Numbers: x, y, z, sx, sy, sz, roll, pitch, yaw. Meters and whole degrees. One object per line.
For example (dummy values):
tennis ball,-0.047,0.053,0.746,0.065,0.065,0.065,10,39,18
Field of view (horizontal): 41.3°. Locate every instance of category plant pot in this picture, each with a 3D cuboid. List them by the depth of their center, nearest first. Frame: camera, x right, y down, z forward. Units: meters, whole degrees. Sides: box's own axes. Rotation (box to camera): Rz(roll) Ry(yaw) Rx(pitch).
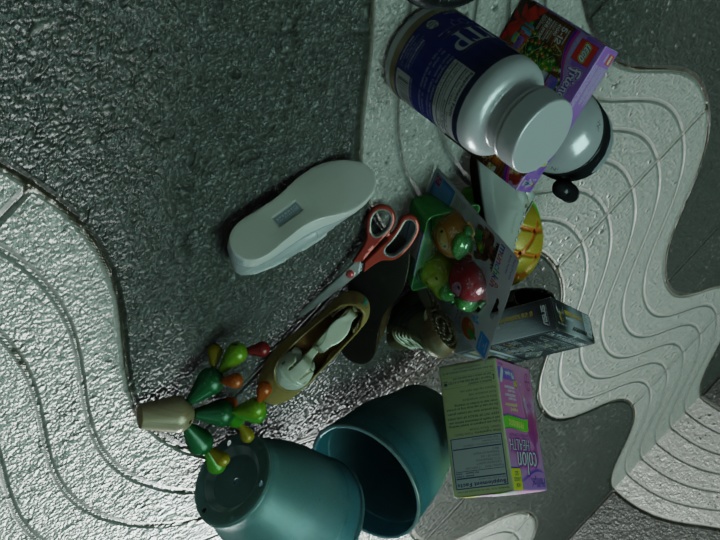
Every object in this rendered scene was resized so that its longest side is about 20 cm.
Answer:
plant pot,-0.127,0.325,1.352,0.200,0.200,0.188,-47,133,0
plant pot,0.057,0.282,1.507,0.188,0.200,0.201,-36,150,-45

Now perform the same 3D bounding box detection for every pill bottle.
pill bottle,0.132,-0.198,1.056,0.119,0.200,0.120,-31,145,-24

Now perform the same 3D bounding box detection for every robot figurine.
robot figurine,0.273,-0.185,1.291,0.125,0.150,0.200,-46,166,15

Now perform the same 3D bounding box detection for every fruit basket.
fruit basket,0.126,-0.006,1.265,0.093,0.200,0.186,-10,136,-22

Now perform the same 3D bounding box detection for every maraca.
maraca,0.203,-0.063,1.385,0.137,0.107,0.201,-20,120,-20

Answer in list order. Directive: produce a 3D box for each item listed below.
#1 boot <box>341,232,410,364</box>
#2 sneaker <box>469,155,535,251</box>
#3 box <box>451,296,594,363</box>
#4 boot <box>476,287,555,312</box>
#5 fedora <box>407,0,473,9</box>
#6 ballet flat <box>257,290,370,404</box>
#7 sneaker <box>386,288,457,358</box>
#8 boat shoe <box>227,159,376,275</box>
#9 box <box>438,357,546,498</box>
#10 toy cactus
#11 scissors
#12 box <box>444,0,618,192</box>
boot,0.023,0.028,1.325,0.075,0.073,0.201,-50,161,-61
sneaker,0.203,-0.066,1.298,0.084,0.073,0.201,-6,92,-9
box,0.246,0.095,1.428,0.158,0.049,0.200,-16,162,26
boot,0.231,0.066,1.497,0.174,0.070,0.199,-16,167,39
fedora,0.095,-0.358,0.929,0.200,0.092,0.201,-25,152,-14
ballet flat,-0.066,0.105,1.270,0.200,0.069,0.063,-48,-170,4
sneaker,0.079,0.088,1.352,0.090,0.200,0.067,-40,107,13
boat shoe,-0.067,-0.057,1.109,0.200,0.072,0.069,-40,170,-23
box,0.209,0.250,1.496,0.096,0.201,0.176,-12,163,24
toy cactus,-0.197,0.170,1.199,0.164,0.102,0.201,1,130,-27
scissors,0.000,0.000,1.258,0.073,0.014,0.200,31,103,-19
box,0.206,-0.217,1.183,0.039,0.137,0.201,4,122,-51
